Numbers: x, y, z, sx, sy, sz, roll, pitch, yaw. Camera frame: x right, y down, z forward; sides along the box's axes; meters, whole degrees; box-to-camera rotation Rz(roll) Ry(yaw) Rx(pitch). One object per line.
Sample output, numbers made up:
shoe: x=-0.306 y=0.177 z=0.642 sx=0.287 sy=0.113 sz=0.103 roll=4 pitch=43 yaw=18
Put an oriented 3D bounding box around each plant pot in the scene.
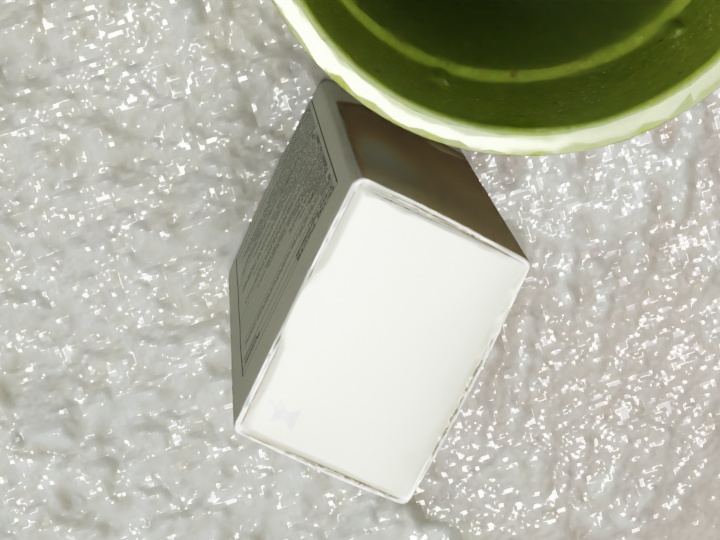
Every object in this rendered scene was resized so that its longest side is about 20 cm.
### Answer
plant pot: x=0.053 y=-0.160 z=0.692 sx=0.199 sy=0.190 sz=0.201 roll=-1 pitch=106 yaw=-4

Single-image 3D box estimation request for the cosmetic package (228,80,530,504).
cosmetic package: x=0.000 y=0.000 z=0.729 sx=0.071 sy=0.200 sz=0.106 roll=25 pitch=104 yaw=-11
